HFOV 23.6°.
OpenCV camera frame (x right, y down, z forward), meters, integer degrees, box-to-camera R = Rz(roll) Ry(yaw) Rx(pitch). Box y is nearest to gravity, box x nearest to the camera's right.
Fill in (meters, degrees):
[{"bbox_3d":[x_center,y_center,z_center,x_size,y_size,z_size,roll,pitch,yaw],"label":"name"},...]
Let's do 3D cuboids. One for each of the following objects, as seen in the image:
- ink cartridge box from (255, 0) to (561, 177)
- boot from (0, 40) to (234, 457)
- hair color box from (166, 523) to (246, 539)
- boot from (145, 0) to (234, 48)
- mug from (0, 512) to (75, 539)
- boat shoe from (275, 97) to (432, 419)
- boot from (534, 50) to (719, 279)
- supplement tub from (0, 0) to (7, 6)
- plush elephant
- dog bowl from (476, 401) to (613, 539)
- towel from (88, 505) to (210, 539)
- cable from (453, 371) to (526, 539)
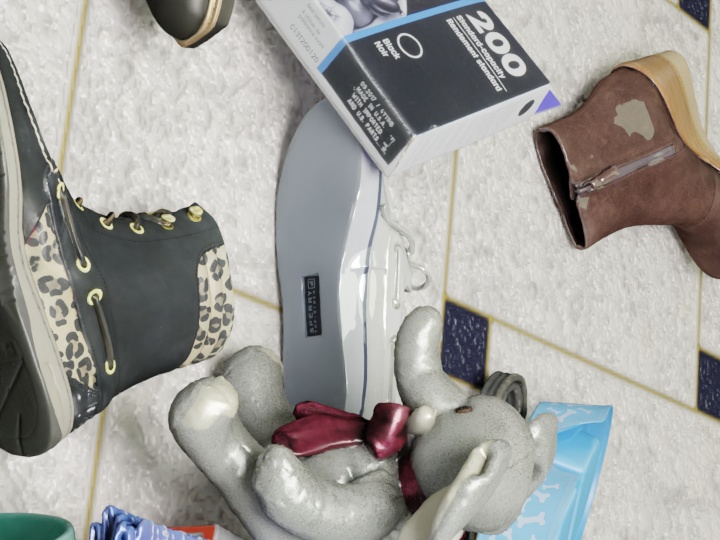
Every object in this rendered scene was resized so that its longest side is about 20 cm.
[{"bbox_3d":[0.026,-0.167,1.058,0.199,0.043,0.199,-24,74,-49],"label":"ink cartridge box"},{"bbox_3d":[-0.143,-0.025,0.873,0.153,0.073,0.206,-22,103,-52],"label":"boot"},{"bbox_3d":[-0.083,0.245,0.896,0.101,0.061,0.202,35,58,-40],"label":"hair color box"},{"bbox_3d":[-0.148,-0.217,0.912,0.137,0.077,0.202,-4,73,-45],"label":"boot"},{"bbox_3d":[-0.179,0.171,0.729,0.184,0.151,0.116,-7,93,-50],"label":"mug"},{"bbox_3d":[0.004,0.001,1.035,0.086,0.074,0.205,6,80,-48],"label":"boat shoe"},{"bbox_3d":[0.213,-0.053,1.315,0.166,0.072,0.202,-35,111,-34],"label":"boot"},{"bbox_3d":[-0.220,-0.194,0.711,0.122,0.123,0.200,-6,45,-49],"label":"supplement tub"},{"bbox_3d":[0.019,0.097,0.895,0.201,0.154,0.165,57,9,7],"label":"plush elephant"},{"bbox_3d":[0.115,0.154,1.104,0.200,0.049,0.113,-50,152,-61],"label":"dog bowl"},{"bbox_3d":[-0.079,0.191,0.785,0.200,0.024,0.147,43,47,-68],"label":"towel"},{"bbox_3d":[0.071,0.144,1.094,0.200,0.050,0.098,-39,119,-46],"label":"cable"}]
